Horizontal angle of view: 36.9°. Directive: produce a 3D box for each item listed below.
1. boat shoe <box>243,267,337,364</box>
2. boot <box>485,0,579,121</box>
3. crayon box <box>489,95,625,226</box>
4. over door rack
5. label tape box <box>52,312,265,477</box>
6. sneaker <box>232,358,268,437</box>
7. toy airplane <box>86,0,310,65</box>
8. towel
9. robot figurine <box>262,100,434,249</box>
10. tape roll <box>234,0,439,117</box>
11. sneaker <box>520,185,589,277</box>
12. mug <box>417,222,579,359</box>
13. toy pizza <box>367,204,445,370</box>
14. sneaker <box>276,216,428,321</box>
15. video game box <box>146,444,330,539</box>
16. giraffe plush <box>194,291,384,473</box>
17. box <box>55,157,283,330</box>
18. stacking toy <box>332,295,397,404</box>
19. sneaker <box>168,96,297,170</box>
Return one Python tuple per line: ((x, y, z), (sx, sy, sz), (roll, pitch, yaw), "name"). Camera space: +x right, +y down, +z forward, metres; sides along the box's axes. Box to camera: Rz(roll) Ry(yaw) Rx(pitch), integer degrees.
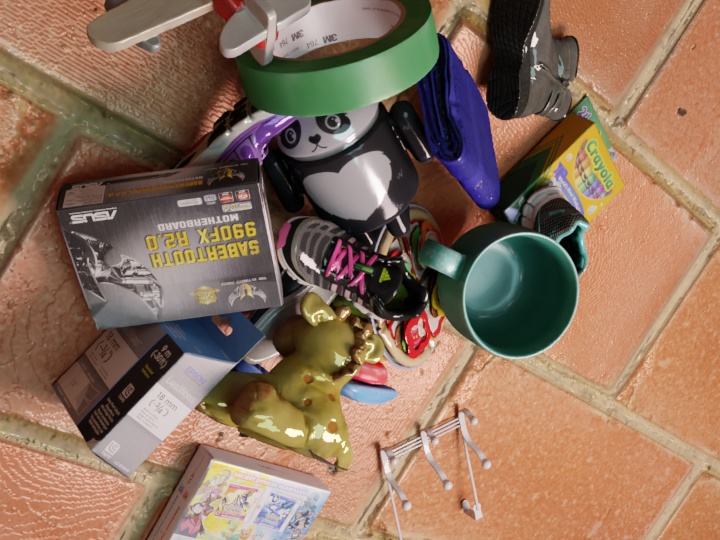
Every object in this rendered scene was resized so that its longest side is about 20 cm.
((-0.072, 0.024, 1.252), (0.200, 0.060, 0.076), (-41, 142, -13), "boat shoe")
((0.217, -0.278, 1.305), (0.130, 0.068, 0.201), (-13, 118, -44), "boot")
((0.267, -0.114, 1.418), (0.200, 0.052, 0.126), (-45, 130, -7), "crayon box")
((0.109, 0.307, 1.516), (0.147, 0.067, 0.201), (-21, 123, -23), "over door rack")
((-0.216, 0.096, 1.137), (0.200, 0.144, 0.063), (-47, 128, -6), "label tape box")
((-0.114, 0.173, 1.299), (0.078, 0.070, 0.200), (-46, 123, -2), "sneaker")
((-0.140, -0.274, 1.001), (0.199, 0.141, 0.200), (12, 77, -20), "toy airplane")
((0.107, -0.158, 1.202), (0.200, 0.049, 0.148), (33, 49, -67), "towel")
((-0.012, -0.118, 1.173), (0.150, 0.125, 0.200), (-41, 125, -17), "robot figurine")
((-0.024, -0.220, 1.067), (0.200, 0.200, 0.048), (-28, 126, -20), "tape roll")
((0.244, -0.001, 1.369), (0.077, 0.091, 0.201), (-16, 123, -23), "sneaker")
((0.162, 0.006, 1.295), (0.152, 0.114, 0.185), (-34, 109, -8), "mug")
((0.068, 0.021, 1.302), (0.200, 0.032, 0.201), (-6, 97, -58), "toy pizza")
((0.000, 0.000, 1.142), (0.200, 0.087, 0.074), (33, 73, -38), "sneaker")
((-0.159, 0.324, 1.356), (0.200, 0.047, 0.183), (25, 99, -40), "video game box")
((-0.062, 0.112, 1.172), (0.163, 0.199, 0.173), (-68, 159, -13), "giraffe plush")
((-0.187, -0.024, 1.090), (0.199, 0.048, 0.159), (-7, 128, 0), "box")
((0.003, 0.050, 1.301), (0.116, 0.109, 0.201), (15, 94, -54), "stacking toy")
((-0.128, -0.111, 1.112), (0.200, 0.081, 0.083), (-41, 112, 16), "sneaker")
